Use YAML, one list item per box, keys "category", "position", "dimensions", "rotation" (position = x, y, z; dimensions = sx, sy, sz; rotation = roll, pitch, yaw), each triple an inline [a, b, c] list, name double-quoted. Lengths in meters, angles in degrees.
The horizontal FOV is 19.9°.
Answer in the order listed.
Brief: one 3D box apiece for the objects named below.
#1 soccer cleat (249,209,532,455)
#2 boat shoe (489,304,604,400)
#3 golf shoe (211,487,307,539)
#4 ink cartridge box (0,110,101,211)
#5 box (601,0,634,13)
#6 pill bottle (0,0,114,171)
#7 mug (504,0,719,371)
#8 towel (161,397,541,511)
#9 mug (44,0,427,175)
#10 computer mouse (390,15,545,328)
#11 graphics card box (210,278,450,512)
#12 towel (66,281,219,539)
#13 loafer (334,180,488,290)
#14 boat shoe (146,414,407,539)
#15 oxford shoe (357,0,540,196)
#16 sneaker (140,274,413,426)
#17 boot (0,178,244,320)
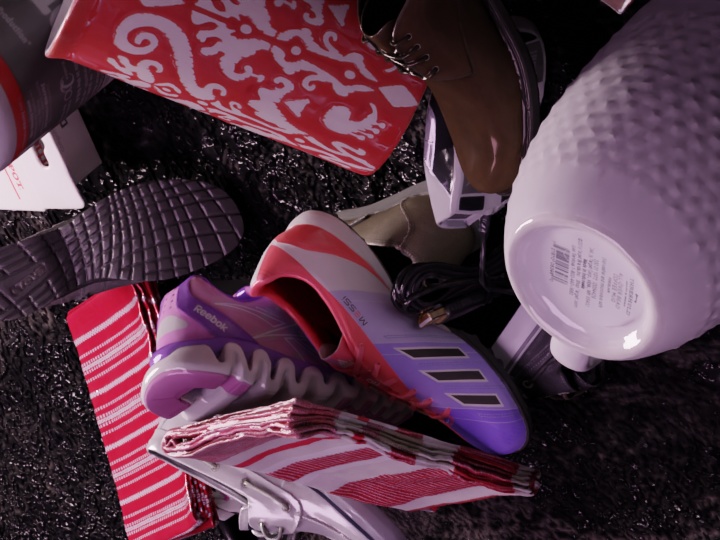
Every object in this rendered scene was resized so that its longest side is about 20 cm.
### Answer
- category: "soccer cleat"
  position: [0.018, 0.052, 1.253]
  dimensions: [0.200, 0.073, 0.068]
  rotation: [43, 138, 0]
- category: "boat shoe"
  position: [0.125, 0.046, 1.272]
  dimensions: [0.066, 0.070, 0.200]
  rotation: [39, 135, 9]
- category: "golf shoe"
  position: [-0.092, 0.141, 1.537]
  dimensions: [0.072, 0.092, 0.201]
  rotation: [4, 127, 41]
- category: "ink cartridge box"
  position: [-0.265, -0.109, 1.476]
  dimensions: [0.199, 0.067, 0.118]
  rotation: [4, 127, 41]
- category: "box"
  position: [0.085, -0.230, 1.015]
  dimensions: [0.199, 0.100, 0.075]
  rotation: [36, 142, 9]
- category: "pill bottle"
  position: [-0.196, -0.155, 1.259]
  dimensions: [0.113, 0.200, 0.114]
  rotation: [24, 139, 24]
- category: "mug"
  position: [0.152, -0.025, 1.083]
  dimensions: [0.147, 0.175, 0.201]
  rotation: [33, 142, 14]
- category: "towel"
  position: [-0.005, 0.121, 1.273]
  dimensions: [0.199, 0.023, 0.144]
  rotation: [19, 158, -34]
- category: "mug"
  position: [-0.055, -0.149, 1.149]
  dimensions: [0.199, 0.134, 0.177]
  rotation: [24, 152, -13]
- category: "computer mouse"
  position: [0.068, -0.064, 1.207]
  dimensions: [0.044, 0.109, 0.201]
  rotation: [38, 134, 42]
- category: "graphics card box"
  position: [-0.032, 0.086, 1.410]
  dimensions: [0.200, 0.051, 0.125]
  rotation: [45, 158, -22]
- category: "towel"
  position: [-0.170, 0.109, 1.555]
  dimensions: [0.144, 0.022, 0.201]
  rotation: [-28, 76, 57]
- category: "loafer"
  position: [0.000, 0.000, 1.334]
  dimensions: [0.075, 0.070, 0.200]
  rotation: [49, 143, -7]
- category: "boat shoe"
  position: [-0.062, 0.160, 1.457]
  dimensions: [0.199, 0.067, 0.074]
  rotation: [33, 164, 16]
- category: "oxford shoe"
  position: [0.036, -0.123, 1.080]
  dimensions: [0.072, 0.084, 0.201]
  rotation: [11, 128, 54]
- category: "sneaker"
  position: [-0.050, 0.054, 1.289]
  dimensions: [0.199, 0.089, 0.080]
  rotation: [17, 141, -37]
- category: "boot"
  position: [-0.178, -0.020, 1.468]
  dimensions: [0.132, 0.199, 0.070]
  rotation: [-78, -25, -87]
